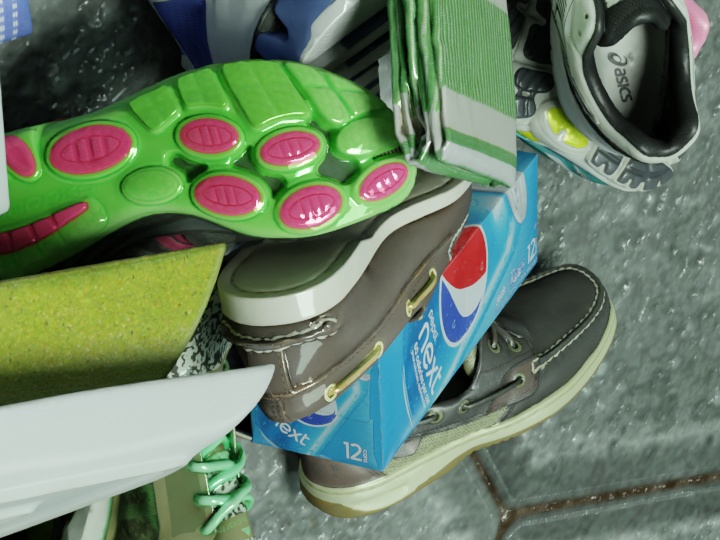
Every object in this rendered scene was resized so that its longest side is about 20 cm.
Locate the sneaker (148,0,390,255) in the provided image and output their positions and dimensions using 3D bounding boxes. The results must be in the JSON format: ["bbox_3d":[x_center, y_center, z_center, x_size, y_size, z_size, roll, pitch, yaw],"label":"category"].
[{"bbox_3d":[-0.048,-0.103,1.152,0.081,0.115,0.199,-34,163,-26],"label":"sneaker"}]

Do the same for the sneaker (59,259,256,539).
[{"bbox_3d":[-0.068,0.090,1.124,0.077,0.089,0.200,-25,136,-53],"label":"sneaker"}]

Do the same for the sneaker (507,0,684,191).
[{"bbox_3d":[0.070,-0.097,1.280,0.200,0.080,0.078,38,74,-32],"label":"sneaker"}]

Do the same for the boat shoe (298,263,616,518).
[{"bbox_3d":[0.051,0.050,1.352,0.201,0.072,0.066,-33,138,-23],"label":"boat shoe"}]

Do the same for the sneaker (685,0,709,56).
[{"bbox_3d":[0.108,-0.161,1.268,0.079,0.095,0.200,-52,138,-7],"label":"sneaker"}]

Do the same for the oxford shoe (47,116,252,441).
[{"bbox_3d":[-0.086,0.006,1.178,0.070,0.075,0.200,-48,138,-10],"label":"oxford shoe"}]

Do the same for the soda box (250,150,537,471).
[{"bbox_3d":[0.019,0.010,1.237,0.200,0.068,0.064,-50,145,-51],"label":"soda box"}]

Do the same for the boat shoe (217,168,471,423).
[{"bbox_3d":[0.000,0.000,1.131,0.200,0.072,0.060,-45,130,-60],"label":"boat shoe"}]

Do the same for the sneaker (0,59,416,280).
[{"bbox_3d":[-0.077,-0.038,1.075,0.084,0.200,0.077,28,54,-84],"label":"sneaker"}]

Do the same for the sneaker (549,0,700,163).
[{"bbox_3d":[0.113,-0.141,1.188,0.076,0.088,0.200,-22,111,-4],"label":"sneaker"}]

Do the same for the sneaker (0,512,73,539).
[{"bbox_3d":[-0.152,0.153,1.202,0.087,0.074,0.200,-1,108,-47],"label":"sneaker"}]

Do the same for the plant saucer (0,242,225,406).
[{"bbox_3d":[-0.175,0.053,1.029,0.200,0.200,0.048,-10,80,-43],"label":"plant saucer"}]

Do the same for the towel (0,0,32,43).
[{"bbox_3d":[-0.207,-0.129,1.011,0.200,0.024,0.145,-23,129,-37],"label":"towel"}]

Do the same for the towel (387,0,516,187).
[{"bbox_3d":[0.034,-0.137,1.099,0.153,0.023,0.200,9,75,-73],"label":"towel"}]

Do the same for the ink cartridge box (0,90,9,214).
[{"bbox_3d":[-0.211,-0.092,0.949,0.146,0.083,0.200,-28,134,-35],"label":"ink cartridge box"}]

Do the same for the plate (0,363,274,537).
[{"bbox_3d":[-0.158,0.085,0.996,0.199,0.200,0.032,-8,79,-55],"label":"plate"}]
